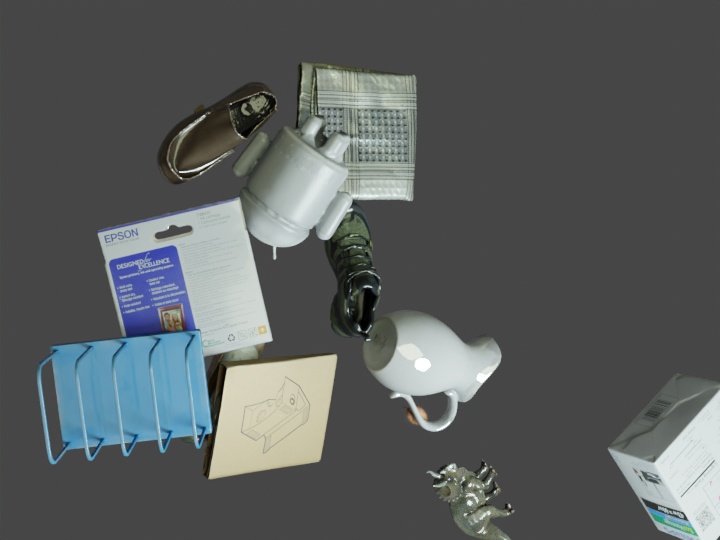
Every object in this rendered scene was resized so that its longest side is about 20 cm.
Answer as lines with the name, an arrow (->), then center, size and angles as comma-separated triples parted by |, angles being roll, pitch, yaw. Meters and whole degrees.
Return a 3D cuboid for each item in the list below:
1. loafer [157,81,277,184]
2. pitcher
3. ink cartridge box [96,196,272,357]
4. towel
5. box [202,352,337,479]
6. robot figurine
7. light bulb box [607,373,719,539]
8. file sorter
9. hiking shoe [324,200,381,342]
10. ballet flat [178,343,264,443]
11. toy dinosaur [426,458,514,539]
loafer -> -0.192, -0.193, 1.549 | 0.200, 0.071, 0.073 | -43, 110, -17
pitcher -> 0.092, 0.153, 1.700 | 0.199, 0.121, 0.173 | 18, 101, -37
ink cartridge box -> -0.234, 0.020, 1.534 | 0.195, 0.047, 0.203 | -13, 97, -7
towel -> -0.005, -0.200, 1.661 | 0.198, 0.034, 0.195 | 1, 94, -25
box -> -0.124, 0.200, 1.593 | 0.198, 0.021, 0.166 | -1, 107, -42
robot figurine -> -0.094, -0.117, 1.565 | 0.169, 0.113, 0.201 | 35, 101, 7
light bulb box -> 0.560, 0.319, 1.926 | 0.198, 0.124, 0.201 | -41, 110, -18
file sorter -> -0.300, 0.164, 1.459 | 0.197, 0.123, 0.141 | -6, 98, -2
hiking shoe -> 0.000, 0.000, 1.641 | 0.075, 0.100, 0.203 | -7, 97, -26
ballet flat -> -0.183, 0.155, 1.582 | 0.068, 0.067, 0.201 | 34, 79, -23
toy dinosaur -> 0.175, 0.362, 1.781 | 0.102, 0.077, 0.202 | -28, 111, -9
